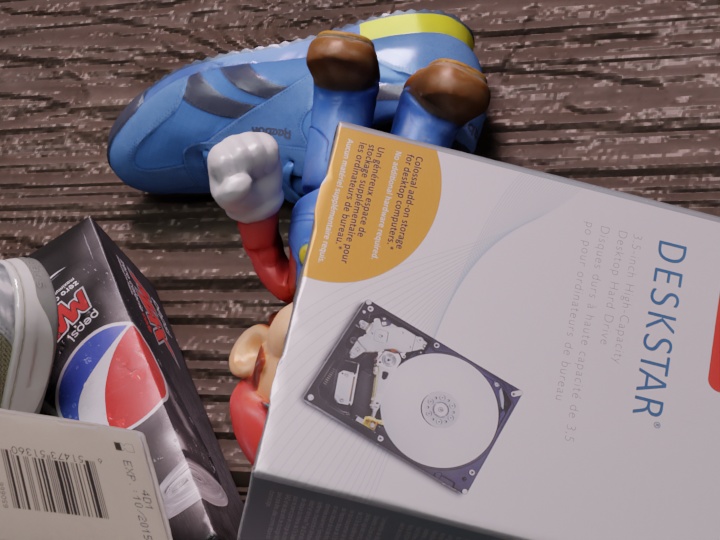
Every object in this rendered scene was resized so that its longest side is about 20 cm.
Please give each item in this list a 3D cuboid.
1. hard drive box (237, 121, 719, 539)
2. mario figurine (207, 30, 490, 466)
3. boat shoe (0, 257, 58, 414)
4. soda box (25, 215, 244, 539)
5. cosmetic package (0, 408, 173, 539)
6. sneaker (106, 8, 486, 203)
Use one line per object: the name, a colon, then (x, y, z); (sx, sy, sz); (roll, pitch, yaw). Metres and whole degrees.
hard drive box: (0.066, 0.047, 0.840); (0.198, 0.077, 0.157); (13, 62, -2)
mario figurine: (0.000, 0.000, 0.927); (0.123, 0.106, 0.202); (6, 78, 31)
boat shoe: (-0.188, 0.087, 0.962); (0.074, 0.064, 0.203); (48, 125, 49)
soda box: (-0.106, 0.074, 0.976); (0.063, 0.071, 0.201); (-32, 50, 5)
cosmetic package: (-0.169, 0.145, 0.883); (0.200, 0.105, 0.071); (-52, 43, 35)
sneaker: (-0.035, -0.061, 1.034); (0.199, 0.066, 0.079); (-13, 57, 20)
